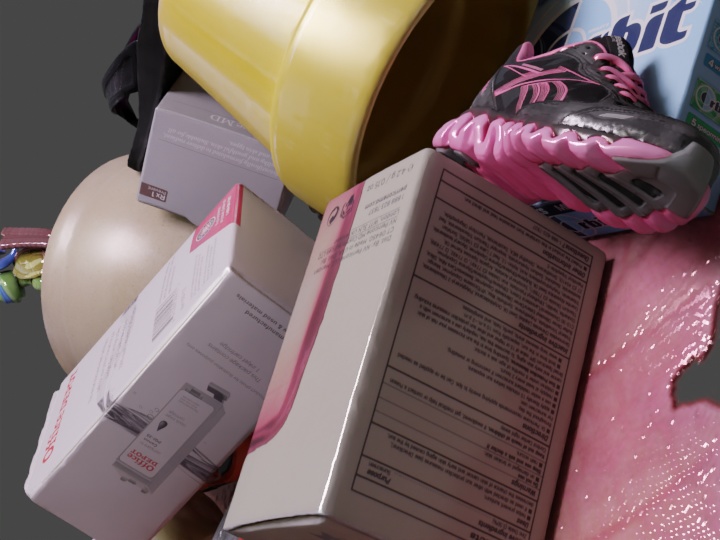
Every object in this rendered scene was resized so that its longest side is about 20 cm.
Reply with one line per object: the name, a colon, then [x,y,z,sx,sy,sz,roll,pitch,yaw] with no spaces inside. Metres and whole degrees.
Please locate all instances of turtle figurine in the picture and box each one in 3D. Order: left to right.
turtle figurine: [-0.299,0.009,1.470,0.194,0.200,0.144,-37,-4,1]

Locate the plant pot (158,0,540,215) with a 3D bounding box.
plant pot: [-0.017,-0.149,0.826,0.189,0.201,0.201,32,95,24]

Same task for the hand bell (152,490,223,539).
hand bell: [-0.064,0.194,0.812,0.200,0.104,0.104,-4,60,48]

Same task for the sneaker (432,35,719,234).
sneaker: [0.112,-0.078,0.640,0.095,0.079,0.200,-54,26,-6]

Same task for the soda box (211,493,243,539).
soda box: [-0.033,0.148,0.731,0.071,0.063,0.200,-3,49,39]

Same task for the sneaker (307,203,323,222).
sneaker: [0.032,-0.123,0.965,0.090,0.078,0.200,10,82,55]

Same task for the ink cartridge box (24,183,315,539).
ink cartridge box: [-0.112,0.061,0.826,0.200,0.083,0.147,-47,19,16]

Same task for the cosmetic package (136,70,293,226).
cosmetic package: [-0.083,-0.114,0.974,0.200,0.107,0.090,-74,2,-58]

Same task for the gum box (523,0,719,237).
gum box: [0.150,-0.117,0.732,0.170,0.045,0.200,-11,55,59]

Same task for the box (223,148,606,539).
box: [0.031,0.061,0.677,0.109,0.128,0.200,-23,44,56]

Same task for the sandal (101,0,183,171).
sandal: [-0.150,-0.153,0.911,0.201,0.048,0.075,109,-177,-48]

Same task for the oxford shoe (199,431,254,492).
oxford shoe: [-0.099,0.128,0.951,0.200,0.072,0.071,-12,84,61]

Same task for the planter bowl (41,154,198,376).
planter bowl: [-0.123,0.013,0.998,0.135,0.200,0.200,7,68,36]

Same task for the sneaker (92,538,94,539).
sneaker: [-0.163,0.232,0.972,0.200,0.075,0.082,132,149,-56]
